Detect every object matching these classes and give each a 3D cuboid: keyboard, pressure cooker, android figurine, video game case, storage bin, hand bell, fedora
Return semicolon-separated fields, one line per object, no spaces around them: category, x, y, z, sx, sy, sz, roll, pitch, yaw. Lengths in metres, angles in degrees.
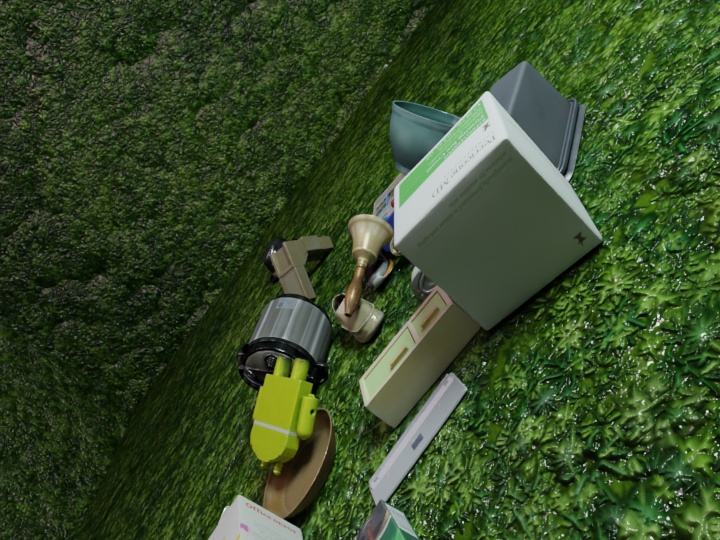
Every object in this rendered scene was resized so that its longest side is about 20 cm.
keyboard;0.076;0.232;0.752;0.203;0.011;0.056;-55;23;2
pressure cooker;-0.160;0.176;1.173;0.174;0.178;0.203;-35;25;36
android figurine;-0.145;0.264;1.010;0.179;0.040;0.208;-7;67;48
video game case;0.100;-0.194;1.412;0.200;0.023;0.184;-46;20;28
storage bin;0.258;-0.223;0.891;0.144;0.133;0.204;-28;31;52
hand bell;0.000;0.000;1.109;0.103;0.102;0.206;-30;37;50
fedora;-0.322;-0.061;2.123;0.201;0.091;0.203;-47;19;22

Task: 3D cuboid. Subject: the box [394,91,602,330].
box;0.173;-0.078;0.746;0.198;0.198;0.174;-42;23;26

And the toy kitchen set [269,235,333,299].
toy kitchen set;-0.174;0.019;1.652;0.162;0.185;0.197;-33;-13;38

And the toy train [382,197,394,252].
toy train;0.108;-0.141;1.225;0.201;0.084;0.116;-50;5;14

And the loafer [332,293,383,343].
loafer;-0.015;0.092;1.125;0.077;0.068;0.199;-56;18;-10

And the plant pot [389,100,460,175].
plant pot;0.147;-0.278;1.218;0.202;0.193;0.139;-98;21;-65

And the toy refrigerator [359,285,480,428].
toy refrigerator;0.083;0.126;0.823;0.201;0.069;0.076;-51;18;10

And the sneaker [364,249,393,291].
sneaker;0.022;-0.027;1.230;0.078;0.077;0.202;-45;21;17

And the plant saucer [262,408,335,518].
plant saucer;-0.099;0.342;0.954;0.201;0.035;0.202;-48;19;21

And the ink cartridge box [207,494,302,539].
ink cartridge box;-0.156;0.440;0.781;0.127;0.127;0.200;-53;17;0

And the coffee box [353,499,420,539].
coffee box;0.033;0.354;0.587;0.125;0.043;0.200;-55;18;-2

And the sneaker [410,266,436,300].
sneaker;0.155;-0.042;0.938;0.200;0.076;0.081;-46;10;21

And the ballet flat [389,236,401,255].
ballet flat;0.117;-0.071;1.075;0.199;0.069;0.071;-32;27;60
